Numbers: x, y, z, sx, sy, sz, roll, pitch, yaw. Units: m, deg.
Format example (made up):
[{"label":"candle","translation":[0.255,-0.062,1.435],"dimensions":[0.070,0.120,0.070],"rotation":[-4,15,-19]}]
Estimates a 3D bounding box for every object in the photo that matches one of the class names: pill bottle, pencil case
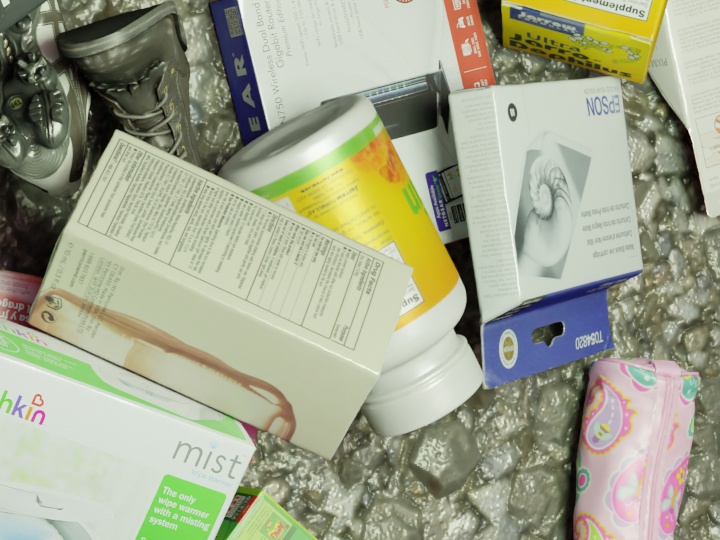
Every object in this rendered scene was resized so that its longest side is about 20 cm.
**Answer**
[{"label":"pill bottle","translation":[0.000,0.000,1.423],"dimensions":[0.111,0.111,0.201],"rotation":[-33,104,-23]},{"label":"pencil case","translation":[0.194,0.163,1.589],"dimensions":[0.087,0.087,0.202],"rotation":[10,84,-26]}]

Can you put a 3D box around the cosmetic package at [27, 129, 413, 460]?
[{"label":"cosmetic package","translation":[-0.082,0.015,1.313],"dimensions":[0.199,0.088,0.104],"rotation":[25,41,-3]}]

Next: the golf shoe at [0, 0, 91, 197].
[{"label":"golf shoe","translation":[-0.213,-0.133,1.385],"dimensions":[0.077,0.095,0.201],"rotation":[-15,59,7]}]

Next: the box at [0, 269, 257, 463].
[{"label":"box","translation":[-0.167,0.060,1.400],"dimensions":[0.199,0.100,0.096],"rotation":[11,85,-26]}]

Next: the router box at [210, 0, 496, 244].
[{"label":"router box","translation":[0.007,-0.107,1.518],"dimensions":[0.178,0.049,0.202],"rotation":[-17,97,-26]}]

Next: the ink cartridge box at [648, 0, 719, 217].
[{"label":"ink cartridge box","translation":[0.289,-0.156,1.665],"dimensions":[0.160,0.050,0.202],"rotation":[-18,101,-26]}]

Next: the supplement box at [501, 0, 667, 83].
[{"label":"supplement box","translation":[0.175,-0.249,1.550],"dimensions":[0.108,0.110,0.201],"rotation":[16,81,7]}]

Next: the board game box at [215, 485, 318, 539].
[{"label":"board game box","translation":[-0.096,0.253,1.462],"dimensions":[0.102,0.048,0.200],"rotation":[43,72,-20]}]

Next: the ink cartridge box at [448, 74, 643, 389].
[{"label":"ink cartridge box","translation":[0.135,-0.031,1.536],"dimensions":[0.199,0.040,0.202],"rotation":[-13,97,-57]}]

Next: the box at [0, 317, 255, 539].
[{"label":"box","translation":[-0.191,0.132,1.291],"dimensions":[0.199,0.097,0.177],"rotation":[23,98,-24]}]

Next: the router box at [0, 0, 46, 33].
[{"label":"router box","translation":[-0.211,-0.226,1.353],"dimensions":[0.200,0.149,0.051],"rotation":[-39,138,-21]}]

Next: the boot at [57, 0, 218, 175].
[{"label":"boot","translation":[-0.120,-0.072,1.387],"dimensions":[0.069,0.200,0.175],"rotation":[-15,91,9]}]
